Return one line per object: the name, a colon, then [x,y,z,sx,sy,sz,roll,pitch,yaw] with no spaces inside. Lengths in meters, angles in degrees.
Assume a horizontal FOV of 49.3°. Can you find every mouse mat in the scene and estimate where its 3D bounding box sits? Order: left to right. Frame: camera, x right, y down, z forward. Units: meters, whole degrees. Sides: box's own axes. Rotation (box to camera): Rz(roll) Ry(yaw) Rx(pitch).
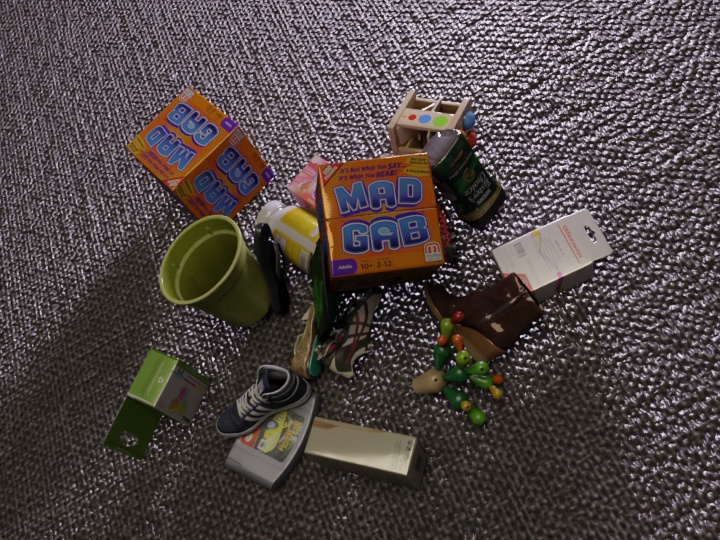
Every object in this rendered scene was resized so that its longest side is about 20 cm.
mouse mat: [-0.078,0.041,1.463,0.007,0.200,0.162,-5,76,-9]

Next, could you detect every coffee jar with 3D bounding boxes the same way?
coffee jar: [0.205,-0.179,1.557,0.105,0.200,0.085,-54,35,-12]

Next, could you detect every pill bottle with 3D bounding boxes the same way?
pill bottle: [-0.126,-0.069,1.661,0.199,0.111,0.112,33,78,29]

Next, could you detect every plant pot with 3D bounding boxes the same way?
plant pot: [-0.276,0.021,1.613,0.199,0.184,0.202,-16,53,23]

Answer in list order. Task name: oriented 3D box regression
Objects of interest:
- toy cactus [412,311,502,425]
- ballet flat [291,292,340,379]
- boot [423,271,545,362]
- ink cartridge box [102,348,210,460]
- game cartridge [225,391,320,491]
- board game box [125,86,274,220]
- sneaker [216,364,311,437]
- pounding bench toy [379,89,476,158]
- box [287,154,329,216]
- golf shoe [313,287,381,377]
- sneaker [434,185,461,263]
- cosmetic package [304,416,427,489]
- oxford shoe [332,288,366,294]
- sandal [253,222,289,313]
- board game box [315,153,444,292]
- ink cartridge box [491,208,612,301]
toy cactus: [0.169,0.187,1.438,0.164,0.102,0.201,-24,89,39]
ballet flat: [-0.097,0.120,1.583,0.065,0.071,0.201,-1,59,34]
boot: [0.229,0.057,1.468,0.166,0.072,0.200,-47,70,22]
ink cartridge box: [-0.399,0.279,1.555,0.075,0.148,0.201,16,71,24]
game cartridge: [-0.163,0.314,1.522,0.132,0.041,0.201,19,72,22]
board game box: [-0.359,-0.246,1.778,0.200,0.200,0.200,-46,58,-8]
sneaker: [-0.200,0.244,1.486,0.199,0.109,0.070,-26,58,4]
pounding bench toy: [0.145,-0.256,1.632,0.155,0.125,0.201,14,55,24]
box: [-0.047,-0.145,1.682,0.199,0.095,0.103,35,79,30]
golf shoe: [-0.008,0.120,1.557,0.088,0.077,0.200,41,64,-7]
sneaker: [0.139,-0.088,1.604,0.097,0.071,0.202,-23,57,6]
cosmetic package: [0.011,0.328,1.416,0.198,0.105,0.072,8,65,21]
oxford shoe: [0.000,0.000,1.599,0.198,0.084,0.073,-12,101,-8]
sandal: [-0.172,-0.009,1.615,0.042,0.202,0.076,-7,24,17]
board game box: [0.027,-0.082,1.456,0.198,0.200,0.202,-7,82,-6]
ink cartridge box: [0.366,-0.021,1.494,0.199,0.068,0.117,-25,59,7]
